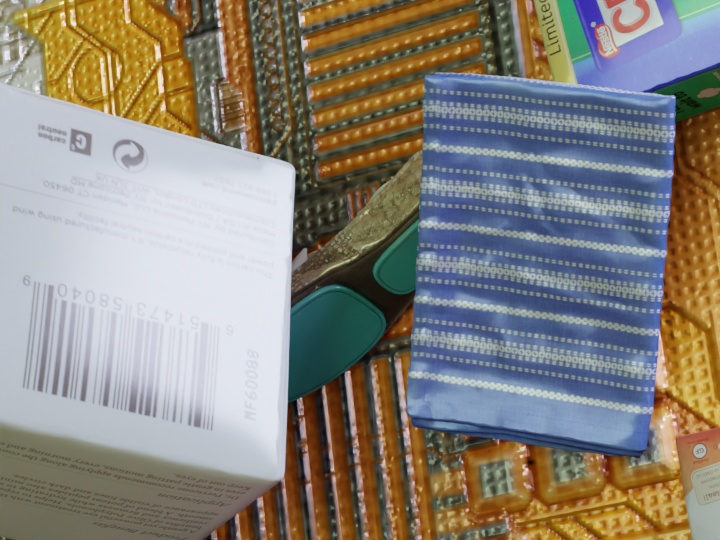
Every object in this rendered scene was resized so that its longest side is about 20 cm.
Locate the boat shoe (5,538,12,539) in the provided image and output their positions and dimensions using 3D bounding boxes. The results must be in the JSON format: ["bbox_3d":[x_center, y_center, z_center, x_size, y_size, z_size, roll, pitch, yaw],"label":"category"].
[{"bbox_3d":[-0.184,0.143,1.412,0.072,0.060,0.203,8,81,29],"label":"boat shoe"}]

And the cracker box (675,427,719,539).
[{"bbox_3d":[0.244,0.170,1.189,0.133,0.058,0.202,-16,72,24],"label":"cracker box"}]

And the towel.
[{"bbox_3d":[0.094,-0.002,1.280,0.144,0.024,0.202,8,104,21],"label":"towel"}]

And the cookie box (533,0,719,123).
[{"bbox_3d":[0.192,-0.182,1.290,0.199,0.075,0.172,-20,71,23],"label":"cookie box"}]

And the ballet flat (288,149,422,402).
[{"bbox_3d":[0.000,0.000,1.362,0.200,0.070,0.065,-38,37,11],"label":"ballet flat"}]

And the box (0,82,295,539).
[{"bbox_3d":[-0.158,0.035,1.300,0.171,0.198,0.201,-42,40,53],"label":"box"}]
